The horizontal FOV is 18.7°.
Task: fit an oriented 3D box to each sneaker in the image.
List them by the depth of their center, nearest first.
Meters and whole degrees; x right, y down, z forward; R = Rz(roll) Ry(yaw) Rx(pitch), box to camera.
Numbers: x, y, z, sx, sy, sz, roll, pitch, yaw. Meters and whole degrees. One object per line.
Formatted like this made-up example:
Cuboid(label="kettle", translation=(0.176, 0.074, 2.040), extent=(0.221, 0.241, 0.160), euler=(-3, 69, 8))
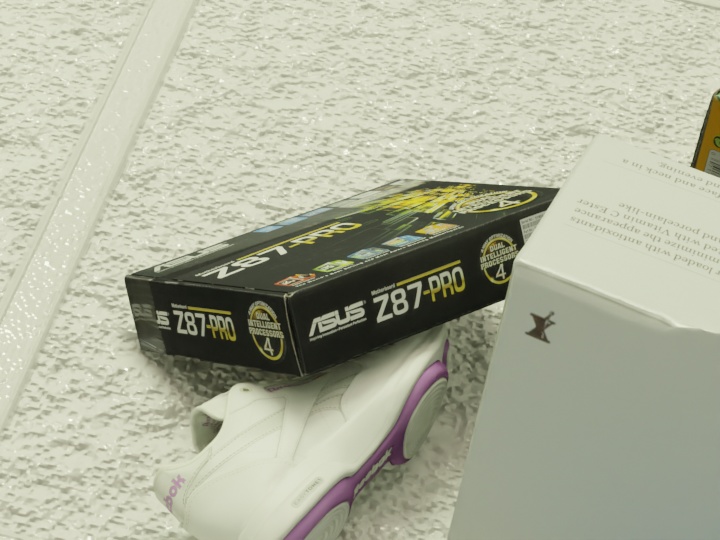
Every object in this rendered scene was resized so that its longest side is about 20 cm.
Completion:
Cuboid(label="sneaker", translation=(-0.024, 0.072, 1.097), extent=(0.099, 0.075, 0.200), euler=(28, 42, 19))

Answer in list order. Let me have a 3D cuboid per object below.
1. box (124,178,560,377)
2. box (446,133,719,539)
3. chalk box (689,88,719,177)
Cuboid(label="box", translation=(0.000, 0.000, 1.157), extent=(0.199, 0.049, 0.161), euler=(-20, 13, -32))
Cuboid(label="box", translation=(0.162, 0.075, 1.041), extent=(0.198, 0.201, 0.131), euler=(22, 38, 13))
Cuboid(label="chalk box", translation=(0.294, -0.075, 1.316), extent=(0.123, 0.125, 0.200), euler=(29, 43, 21))
